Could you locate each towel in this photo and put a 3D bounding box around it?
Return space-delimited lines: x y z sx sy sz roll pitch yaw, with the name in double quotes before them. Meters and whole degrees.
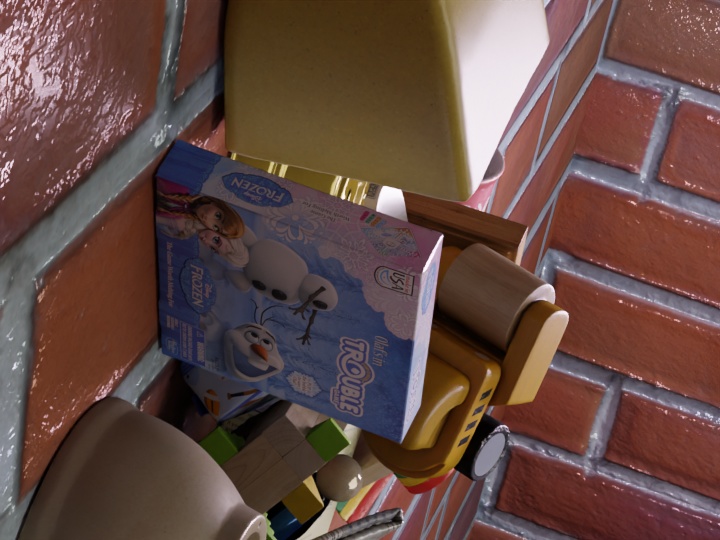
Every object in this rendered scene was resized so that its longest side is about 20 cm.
"towel" -0.081 0.263 1.591 0.199 0.035 0.192 -15 167 -45

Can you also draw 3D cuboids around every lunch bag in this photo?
"lunch bag" -0.062 0.058 1.549 0.160 0.076 0.200 -35 172 11

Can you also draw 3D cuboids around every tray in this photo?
"tray" 0.045 -0.024 1.720 0.037 0.199 0.099 -62 166 -46

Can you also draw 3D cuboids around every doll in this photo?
"doll" -0.079 0.214 1.603 0.199 0.049 0.136 -31 -177 22

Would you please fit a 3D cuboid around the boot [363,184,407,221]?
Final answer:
"boot" 0.000 0.000 1.696 0.073 0.090 0.201 -48 137 -47

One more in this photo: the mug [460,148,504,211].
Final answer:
"mug" 0.065 -0.050 1.974 0.178 0.133 0.201 -50 159 -58

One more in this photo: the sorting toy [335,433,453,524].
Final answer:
"sorting toy" 0.025 0.170 1.926 0.199 0.070 0.199 -29 -157 29

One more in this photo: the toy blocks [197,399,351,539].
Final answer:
"toy blocks" -0.085 0.157 1.544 0.200 0.100 0.137 -39 -175 17

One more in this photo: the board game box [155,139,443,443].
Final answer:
"board game box" -0.047 0.019 1.348 0.201 0.198 0.043 94 18 -50

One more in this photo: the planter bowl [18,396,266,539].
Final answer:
"planter bowl" -0.147 0.205 1.342 0.200 0.134 0.201 18 90 -80

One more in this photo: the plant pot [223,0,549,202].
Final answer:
"plant pot" 0.014 -0.200 1.347 0.201 0.193 0.196 83 27 -46

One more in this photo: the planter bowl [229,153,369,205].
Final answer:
"planter bowl" -0.042 -0.072 1.527 0.200 0.083 0.202 19 90 -78

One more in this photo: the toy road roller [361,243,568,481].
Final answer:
"toy road roller" 0.070 0.082 1.618 0.146 0.123 0.201 3 114 -59

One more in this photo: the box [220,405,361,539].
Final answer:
"box" -0.062 0.144 1.756 0.176 0.096 0.201 5 105 -78
